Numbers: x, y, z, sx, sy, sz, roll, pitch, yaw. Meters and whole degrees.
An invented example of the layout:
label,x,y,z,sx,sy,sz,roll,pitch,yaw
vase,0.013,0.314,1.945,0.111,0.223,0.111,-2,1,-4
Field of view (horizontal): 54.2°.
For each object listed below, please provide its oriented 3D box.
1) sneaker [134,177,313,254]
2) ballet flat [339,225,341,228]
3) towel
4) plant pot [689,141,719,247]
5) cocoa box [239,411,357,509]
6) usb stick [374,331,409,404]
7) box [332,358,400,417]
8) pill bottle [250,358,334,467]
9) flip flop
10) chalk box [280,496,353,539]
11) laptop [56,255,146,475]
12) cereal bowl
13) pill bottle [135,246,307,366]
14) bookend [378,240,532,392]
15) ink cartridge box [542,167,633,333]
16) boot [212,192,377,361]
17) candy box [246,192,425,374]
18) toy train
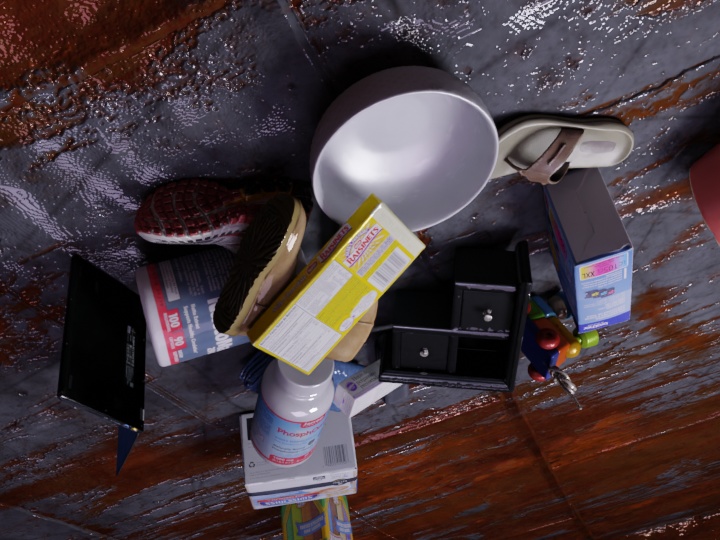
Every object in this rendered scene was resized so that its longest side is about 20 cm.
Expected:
label,x,y,z,sx,sy,sz,roll,pitch,yaw
sneaker,-0.153,-0.049,0.797,0.196,0.079,0.083,-1,144,-14
ballet flat,0.000,0.000,0.910,0.066,0.071,0.202,-8,144,-5
towel,-0.084,0.166,1.125,0.198,0.049,0.112,23,128,-36
plant pot,0.505,-0.105,0.827,0.198,0.204,0.176,20,143,-36
cocoa box,-0.109,0.331,1.263,0.195,0.135,0.132,-7,145,-6
usb stick,0.054,0.165,1.175,0.054,0.033,0.202,-15,143,-6
box,0.042,0.155,1.063,0.198,0.039,0.042,-25,141,-42
pill bottle,-0.097,0.192,1.027,0.106,0.110,0.202,1,137,-17
flip flop,0.227,-0.131,0.810,0.196,0.058,0.082,-3,143,-11
chalk box,-0.094,0.612,1.584,0.123,0.203,0.124,-26,142,19
laptop,-0.330,0.125,0.882,0.114,0.190,0.200,-24,142,17
cereal bowl,0.040,-0.132,0.735,0.196,0.085,0.202,-7,144,-5
pill bottle,-0.162,0.032,0.856,0.196,0.121,0.121,-16,146,-16
bookend,0.126,0.061,0.980,0.194,0.093,0.203,4,128,5
ink cartridge box,0.296,-0.015,0.917,0.075,0.139,0.201,-16,143,10
boot,-0.053,0.015,0.805,0.198,0.066,0.177,16,113,-44
candy box,-0.024,0.020,0.763,0.200,0.026,0.102,-47,136,4
toy train,0.301,0.112,1.028,0.114,0.201,0.086,-17,135,-19
